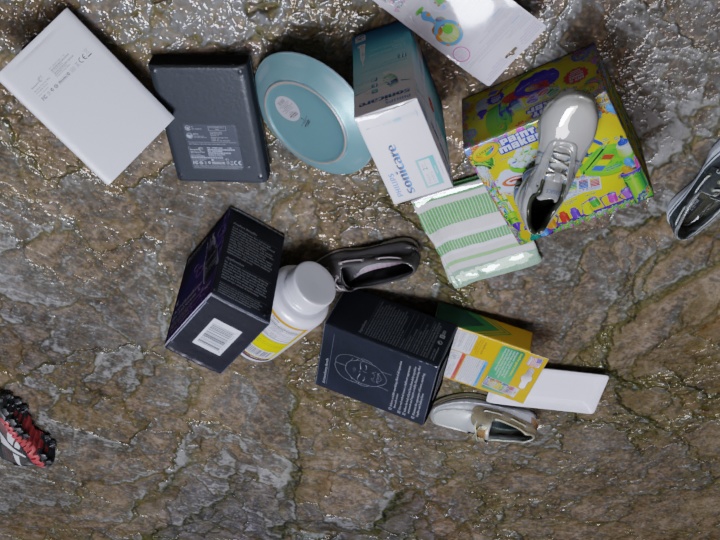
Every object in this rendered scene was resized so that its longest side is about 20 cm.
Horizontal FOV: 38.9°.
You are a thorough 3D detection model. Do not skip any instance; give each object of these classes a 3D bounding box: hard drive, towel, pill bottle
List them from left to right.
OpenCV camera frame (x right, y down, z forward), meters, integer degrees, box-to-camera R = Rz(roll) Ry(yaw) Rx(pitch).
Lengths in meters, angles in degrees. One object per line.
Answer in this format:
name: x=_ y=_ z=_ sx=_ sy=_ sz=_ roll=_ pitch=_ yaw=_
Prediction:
hard drive: x=-0.368 y=-0.233 z=1.374 sx=0.132 sy=0.026 sz=0.200 roll=-48 pitch=111 yaw=-11
hard drive: x=-0.211 y=-0.213 z=1.446 sx=0.139 sy=0.033 sz=0.200 roll=2 pitch=134 yaw=10
pill bottle: x=-0.125 y=0.063 z=1.636 sx=0.109 sy=0.109 sz=0.200 roll=29 pitch=139 yaw=-22
towel: x=0.179 y=-0.061 z=1.580 sx=0.152 sy=0.023 sz=0.200 roll=-17 pitch=130 yaw=18

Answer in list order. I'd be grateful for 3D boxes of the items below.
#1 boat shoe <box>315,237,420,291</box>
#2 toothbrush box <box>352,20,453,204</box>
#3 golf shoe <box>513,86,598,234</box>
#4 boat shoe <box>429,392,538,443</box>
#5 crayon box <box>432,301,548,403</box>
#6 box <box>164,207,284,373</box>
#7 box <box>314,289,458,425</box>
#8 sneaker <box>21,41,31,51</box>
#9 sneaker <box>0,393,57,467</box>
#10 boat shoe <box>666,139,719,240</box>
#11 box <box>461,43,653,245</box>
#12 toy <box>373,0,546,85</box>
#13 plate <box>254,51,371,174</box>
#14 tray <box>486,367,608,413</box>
boat shoe: x=0.000 y=0.000 z=1.625 sx=0.200 sy=0.057 sz=0.067 roll=-16 pitch=130 yaw=18
toothbrush box: x=0.053 y=-0.209 z=1.325 sx=0.085 sy=0.200 sz=0.147 roll=-16 pitch=130 yaw=14
golf shoe: x=0.253 y=-0.132 z=1.293 sx=0.078 sy=0.097 sz=0.200 roll=11 pitch=131 yaw=-3
boat shoe: x=0.225 y=0.273 z=1.861 sx=0.200 sy=0.068 sz=0.075 roll=1 pitch=133 yaw=3
crayon box: x=0.205 y=0.141 z=1.731 sx=0.200 sy=0.052 sz=0.126 roll=19 pitch=132 yaw=-1
box: x=-0.206 y=0.029 z=1.568 sx=0.104 sy=0.200 sz=0.148 roll=29 pitch=128 yaw=-22
box: x=0.040 y=0.140 z=1.682 sx=0.200 sy=0.107 sz=0.149 roll=20 pitch=133 yaw=10
sneaker: x=-0.391 y=-0.232 z=1.411 sx=0.074 sy=0.085 sz=0.200 roll=-26 pitch=127 yaw=24
sneaker: x=-0.667 y=0.312 z=1.953 sx=0.098 sy=0.071 sz=0.201 roll=-11 pitch=133 yaw=10
boat shoe: x=0.520 y=-0.119 z=1.470 sx=0.072 sy=0.071 sz=0.200 roll=18 pitch=131 yaw=-13
box: x=0.269 y=-0.169 z=1.404 sx=0.200 sy=0.122 sz=0.193 roll=-20 pitch=129 yaw=21
toy: x=0.125 y=-0.339 z=1.305 sx=0.200 sy=0.047 sz=0.115 roll=31 pitch=131 yaw=-19
plate: x=-0.070 y=-0.206 z=1.391 sx=0.200 sy=0.026 sz=0.200 roll=26 pitch=146 yaw=20
tray: x=0.332 y=0.206 z=1.823 sx=0.200 sy=0.022 sz=0.107 roll=7 pitch=134 yaw=-3
